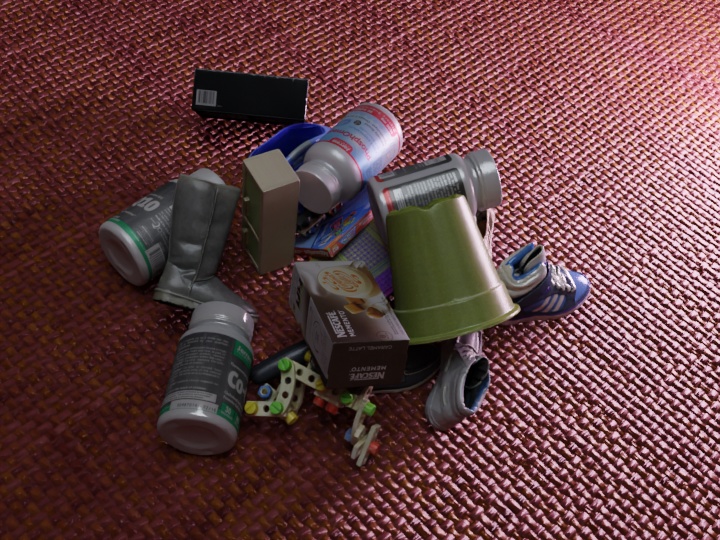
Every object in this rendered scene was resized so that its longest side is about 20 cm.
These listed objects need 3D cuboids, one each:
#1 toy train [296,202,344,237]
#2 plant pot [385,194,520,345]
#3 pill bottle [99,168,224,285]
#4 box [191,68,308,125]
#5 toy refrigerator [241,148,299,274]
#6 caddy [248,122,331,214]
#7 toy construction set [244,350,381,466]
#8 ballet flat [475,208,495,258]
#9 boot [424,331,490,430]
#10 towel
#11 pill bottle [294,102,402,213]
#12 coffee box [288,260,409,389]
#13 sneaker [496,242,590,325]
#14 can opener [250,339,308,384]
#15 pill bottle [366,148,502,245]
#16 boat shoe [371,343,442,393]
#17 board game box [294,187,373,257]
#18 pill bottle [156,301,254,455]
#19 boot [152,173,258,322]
[{"bbox_3d":[-0.049,-0.116,1.587,0.034,0.046,0.200,27,51,27],"label":"toy train"},{"bbox_3d":[0.119,-0.009,1.399,0.199,0.200,0.191,-16,96,-19],"label":"plant pot"},{"bbox_3d":[-0.305,-0.074,1.503,0.113,0.113,0.200,38,56,21],"label":"pill bottle"},{"bbox_3d":[-0.195,-0.309,1.692,0.199,0.141,0.079,5,91,-4],"label":"box"},{"bbox_3d":[-0.148,-0.089,1.490,0.070,0.200,0.076,-21,58,-22],"label":"toy refrigerator"},{"bbox_3d":[-0.108,-0.176,1.624,0.141,0.105,0.200,35,55,18],"label":"caddy"},{"bbox_3d":[-0.053,0.189,1.331,0.199,0.092,0.132,27,83,6],"label":"toy construction set"},{"bbox_3d":[0.189,-0.082,1.589,0.067,0.073,0.200,-13,37,19],"label":"ballet flat"},{"bbox_3d":[0.164,0.143,1.405,0.073,0.095,0.201,33,54,-19],"label":"boot"},{"bbox_3d":[0.000,0.000,1.526,0.200,0.023,0.144,-37,59,-17],"label":"towel"},{"bbox_3d":[-0.023,-0.182,1.543,0.108,0.109,0.200,30,52,16],"label":"pill bottle"},{"bbox_3d":[-0.021,0.072,1.323,0.114,0.080,0.200,-1,33,-19],"label":"coffee box"},{"bbox_3d":[0.299,0.011,1.506,0.199,0.147,0.081,-14,55,-18],"label":"sneaker"},{"bbox_3d":[-0.075,0.120,1.413,0.199,0.063,0.079,-23,87,-17],"label":"can opener"},{"bbox_3d":[0.119,-0.121,1.511,0.199,0.114,0.114,-17,55,-5],"label":"pill bottle"},{"bbox_3d":[0.038,0.142,1.420,0.199,0.063,0.073,-12,54,-17],"label":"boat shoe"},{"bbox_3d":[-0.025,-0.088,1.588,0.103,0.020,0.200,4,39,46],"label":"board game box"},{"bbox_3d":[-0.215,0.151,1.346,0.112,0.113,0.201,8,52,-1],"label":"pill bottle"},{"bbox_3d":[-0.218,-0.031,1.441,0.181,0.072,0.201,19,77,-24],"label":"boot"}]
